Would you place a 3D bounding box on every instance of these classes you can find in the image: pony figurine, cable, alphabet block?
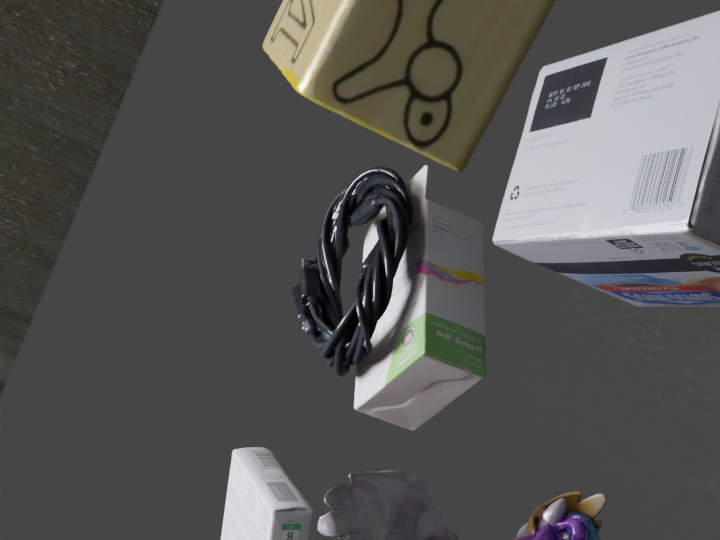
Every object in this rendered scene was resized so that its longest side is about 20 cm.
[{"bbox_3d":[0.053,0.212,0.776,0.200,0.192,0.167,-47,64,38],"label":"pony figurine"},{"bbox_3d":[0.000,0.000,1.059,0.164,0.050,0.201,-56,23,19],"label":"cable"},{"bbox_3d":[0.043,-0.244,1.157,0.201,0.194,0.197,-60,23,14],"label":"alphabet block"}]

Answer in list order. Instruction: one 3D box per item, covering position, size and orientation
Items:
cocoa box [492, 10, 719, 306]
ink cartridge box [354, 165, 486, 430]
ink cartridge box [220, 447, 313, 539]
[{"bbox_3d":[0.199,-0.058,0.734,0.200,0.130,0.135,-3,67,64],"label":"cocoa box"},{"bbox_3d":[0.053,0.022,1.057,0.117,0.067,0.202,-43,34,46],"label":"ink cartridge box"},{"bbox_3d":[-0.103,0.300,1.207,0.161,0.050,0.203,-147,61,-66],"label":"ink cartridge box"}]
